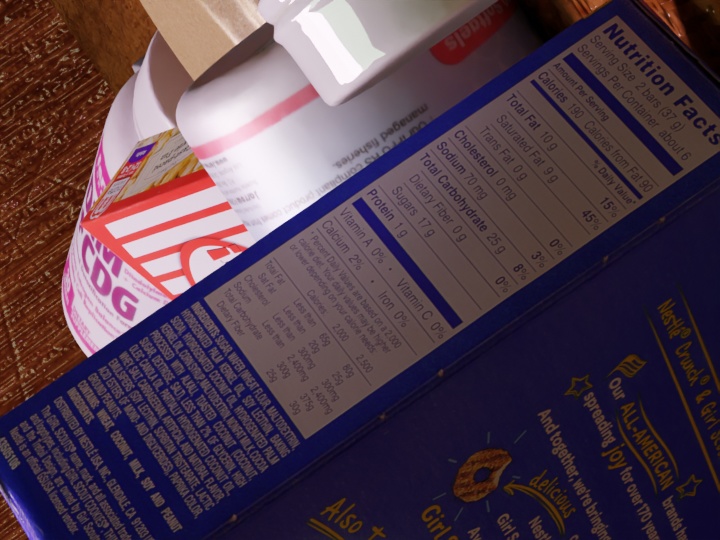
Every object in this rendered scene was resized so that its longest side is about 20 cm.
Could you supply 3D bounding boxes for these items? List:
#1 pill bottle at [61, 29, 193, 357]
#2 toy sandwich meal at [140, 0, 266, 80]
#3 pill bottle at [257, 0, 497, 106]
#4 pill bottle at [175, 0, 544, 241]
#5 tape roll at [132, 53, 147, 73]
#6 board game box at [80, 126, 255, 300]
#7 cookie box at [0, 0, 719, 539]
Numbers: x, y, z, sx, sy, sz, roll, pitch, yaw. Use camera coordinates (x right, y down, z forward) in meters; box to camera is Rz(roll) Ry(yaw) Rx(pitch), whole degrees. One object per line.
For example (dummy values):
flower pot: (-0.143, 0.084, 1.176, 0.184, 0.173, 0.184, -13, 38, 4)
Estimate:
pill bottle: (-0.072, -0.034, 1.366, 0.114, 0.113, 0.200, 53, 150, 19)
toy sandwich meal: (-0.021, -0.089, 1.136, 0.205, 0.070, 0.205, 50, 172, 9)
pill bottle: (-0.033, -0.140, 0.657, 0.200, 0.109, 0.109, 55, 175, -1)
pill bottle: (0.040, 0.000, 0.900, 0.200, 0.109, 0.109, 55, 175, -10)
tape roll: (-0.040, -0.047, 1.556, 0.201, 0.066, 0.200, 53, 175, 7)
board game box: (0.000, 0.000, 1.054, 0.151, 0.046, 0.200, 40, 159, -15)
cookie box: (0.027, 0.052, 0.753, 0.075, 0.200, 0.171, 52, 173, 39)
